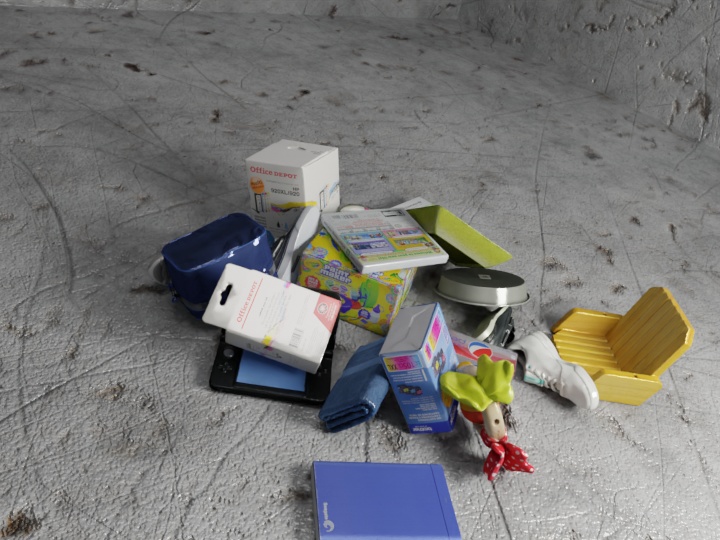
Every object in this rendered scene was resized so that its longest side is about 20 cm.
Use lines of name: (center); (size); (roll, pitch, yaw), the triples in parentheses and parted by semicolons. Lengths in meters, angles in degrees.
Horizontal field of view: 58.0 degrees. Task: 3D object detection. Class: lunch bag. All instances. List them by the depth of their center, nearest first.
lunch bag: (-0.257, 0.002, 1.188); (0.200, 0.132, 0.136); (-28, 38, -21)

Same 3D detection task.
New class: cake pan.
cake pan: (0.257, 0.031, 1.368); (0.200, 0.037, 0.200); (3, 13, -1)

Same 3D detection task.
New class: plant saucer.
plant saucer: (0.194, -0.062, 1.390); (0.200, 0.048, 0.200); (33, -7, -16)

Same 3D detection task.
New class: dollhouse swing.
dollhouse swing: (0.500, 0.124, 1.262); (0.182, 0.176, 0.200); (10, 35, -6)

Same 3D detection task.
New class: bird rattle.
bird rattle: (0.204, 0.224, 1.031); (0.113, 0.200, 0.163); (-26, 15, -1)

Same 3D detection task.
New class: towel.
towel: (0.012, 0.182, 1.074); (0.049, 0.112, 0.200); (56, 31, -12)

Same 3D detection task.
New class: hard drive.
hard drive: (0.033, 0.334, 0.928); (0.200, 0.025, 0.132); (5, 35, -13)

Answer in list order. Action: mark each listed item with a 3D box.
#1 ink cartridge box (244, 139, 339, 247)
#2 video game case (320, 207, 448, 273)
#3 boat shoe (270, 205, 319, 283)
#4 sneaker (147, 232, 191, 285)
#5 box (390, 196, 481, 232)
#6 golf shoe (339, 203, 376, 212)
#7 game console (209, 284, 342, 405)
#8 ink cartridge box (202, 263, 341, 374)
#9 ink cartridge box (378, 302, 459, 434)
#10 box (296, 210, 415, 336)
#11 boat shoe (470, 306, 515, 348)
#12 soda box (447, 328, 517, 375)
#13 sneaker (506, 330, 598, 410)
ink cartridge box: (-0.141, -0.160, 1.395); (0.147, 0.200, 0.145); (12, 31, 24)
video game case: (0.046, -0.064, 1.292); (0.200, 0.022, 0.182); (-7, 40, -30)
boat shoe: (-0.145, -0.041, 1.282); (0.068, 0.200, 0.072); (20, -3, 25)
sneaker: (-0.353, -0.027, 1.287); (0.082, 0.075, 0.200); (12, 25, 23)
box: (0.172, -0.104, 1.592); (0.200, 0.041, 0.156); (34, 39, 29)
golf shoe: (0.036, -0.072, 1.425); (0.200, 0.073, 0.092); (34, 34, -10)
game console: (-0.139, 0.117, 1.098); (0.200, 0.116, 0.176); (9, 34, -6)
ink cartridge box: (-0.146, 0.078, 1.068); (0.200, 0.068, 0.117); (21, 63, -2)
ink cartridge box: (0.111, 0.174, 1.073); (0.076, 0.200, 0.136); (-8, 28, 24)
box: (0.000, 0.000, 1.309); (0.200, 0.122, 0.193); (21, 35, 10)
boat shoe: (0.274, 0.121, 1.285); (0.066, 0.075, 0.199); (50, 24, 4)
soda box: (0.179, 0.160, 1.190); (0.200, 0.070, 0.063); (19, 35, 7)
sneaker: (0.351, 0.197, 1.213); (0.088, 0.075, 0.200); (-17, 36, -20)
